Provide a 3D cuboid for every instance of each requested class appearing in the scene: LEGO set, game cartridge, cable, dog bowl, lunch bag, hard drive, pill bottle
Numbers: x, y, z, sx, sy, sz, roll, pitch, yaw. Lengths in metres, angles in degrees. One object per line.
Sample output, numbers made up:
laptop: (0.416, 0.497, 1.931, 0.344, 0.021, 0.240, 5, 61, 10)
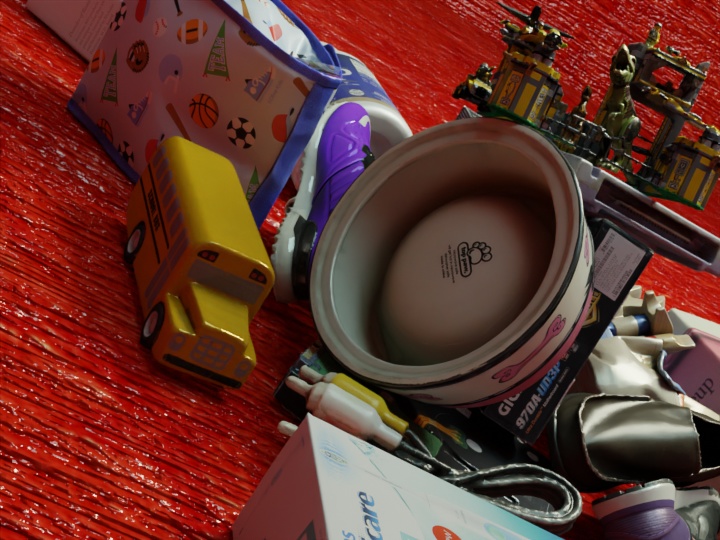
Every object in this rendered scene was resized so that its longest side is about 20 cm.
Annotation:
LEGO set: (0.178, -0.133, 0.980, 0.199, 0.117, 0.154, 25, 3, 0)
game cartridge: (0.183, -0.051, 1.057, 0.199, 0.039, 0.129, 24, 0, -37)
cable: (0.042, 0.120, 0.840, 0.198, 0.051, 0.097, 18, 31, 2)
dog bowl: (0.067, 0.002, 0.926, 0.074, 0.200, 0.200, 45, 5, -47)
lunch bag: (-0.111, -0.134, 1.093, 0.123, 0.171, 0.200, 5, 33, -49)
hard drive: (0.044, 0.114, 0.950, 0.199, 0.038, 0.140, 37, 18, 3)
pill bottle: (-0.029, -0.144, 1.343, 0.119, 0.120, 0.200, 25, 20, -29)

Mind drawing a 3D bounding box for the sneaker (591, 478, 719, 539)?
sneaker: (0.226, 0.209, 1.022, 0.200, 0.075, 0.088, 19, 51, -59)

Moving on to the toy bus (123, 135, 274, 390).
toy bus: (-0.107, -0.008, 0.920, 0.065, 0.079, 0.200, 25, 20, -27)

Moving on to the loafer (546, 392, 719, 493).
loafer: (0.212, 0.120, 1.016, 0.199, 0.071, 0.074, 6, 71, -43)

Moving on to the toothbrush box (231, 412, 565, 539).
toothbrush box: (0.040, 0.179, 0.701, 0.199, 0.086, 0.147, 28, 19, -18)

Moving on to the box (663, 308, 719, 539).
box: (0.321, 0.149, 1.213, 0.108, 0.128, 0.200, 19, 23, -39)

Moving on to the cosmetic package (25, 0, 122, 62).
cosmetic package: (-0.202, -0.212, 1.285, 0.200, 0.074, 0.101, 39, 18, 18)

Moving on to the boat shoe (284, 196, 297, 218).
boat shoe: (0.000, 0.000, 1.110, 0.062, 0.072, 0.200, 13, 27, -34)

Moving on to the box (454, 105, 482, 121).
box: (0.078, -0.036, 1.191, 0.044, 0.161, 0.200, 28, 20, -18)

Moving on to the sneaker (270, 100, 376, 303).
sneaker: (0.001, -0.050, 1.073, 0.099, 0.070, 0.201, 2, 49, 15)

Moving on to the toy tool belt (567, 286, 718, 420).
toy tool belt: (0.218, 0.070, 1.179, 0.122, 0.126, 0.201, -3, 45, -15)

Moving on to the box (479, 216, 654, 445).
box: (0.137, 0.036, 1.041, 0.046, 0.160, 0.200, 32, 2, -5)
